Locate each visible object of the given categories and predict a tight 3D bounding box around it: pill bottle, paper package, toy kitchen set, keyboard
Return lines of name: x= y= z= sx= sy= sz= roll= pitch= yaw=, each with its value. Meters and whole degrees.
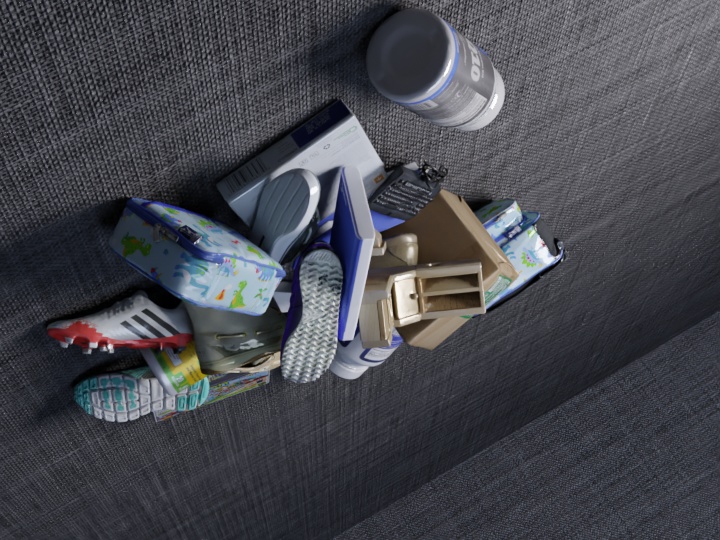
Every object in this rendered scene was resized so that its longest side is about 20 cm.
pill bottle: x=-0.216 y=0.085 z=1.653 sx=0.200 sy=0.111 sz=0.111 roll=-31 pitch=158 yaw=-8
pill bottle: x=0.017 y=0.096 z=1.984 sx=0.120 sy=0.120 sz=0.200 roll=-9 pitch=148 yaw=-46
paper package: x=0.115 y=-0.003 z=1.821 sx=0.200 sy=0.191 sz=0.103 roll=-41 pitch=159 yaw=16
pill bottle: x=0.100 y=-0.241 z=1.415 sx=0.114 sy=0.114 sz=0.200 roll=-41 pitch=157 yaw=17
toy kitchen set: x=0.083 y=0.004 z=1.634 sx=0.180 sy=0.163 sz=0.200 roll=-6 pitch=-171 yaw=6
keyboard: x=0.079 y=-0.108 z=1.627 sx=0.104 sy=0.040 sz=0.200 roll=-49 pitch=165 yaw=12

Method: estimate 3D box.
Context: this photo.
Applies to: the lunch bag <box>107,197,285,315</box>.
lunch bag: x=-0.201 y=-0.019 z=1.405 sx=0.200 sy=0.161 sz=0.082 roll=16 pitch=105 yaw=-59

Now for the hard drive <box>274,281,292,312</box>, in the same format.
hard drive: x=-0.186 y=0.088 z=1.814 sx=0.200 sy=0.027 sz=0.132 roll=-43 pitch=156 yaw=23

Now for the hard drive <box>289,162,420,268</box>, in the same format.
hard drive: x=-0.011 y=-0.080 z=1.688 sx=0.200 sy=0.025 sz=0.132 roll=-24 pitch=156 yaw=-23

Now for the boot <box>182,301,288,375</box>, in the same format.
boot: x=-0.150 y=0.040 z=1.576 sx=0.200 sy=0.155 sz=0.072 roll=-22 pitch=-169 yaw=-25

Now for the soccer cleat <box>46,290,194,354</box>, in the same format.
soccer cleat: x=-0.321 y=0.068 z=1.545 sx=0.200 sy=0.085 sz=0.069 roll=3 pitch=166 yaw=-21

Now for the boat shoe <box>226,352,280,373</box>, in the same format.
boat shoe: x=-0.161 y=0.126 z=1.775 sx=0.200 sy=0.072 sz=0.065 roll=-5 pitch=-175 yaw=-41

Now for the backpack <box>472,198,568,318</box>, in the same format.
backpack: x=0.218 y=-0.025 z=1.931 sx=0.200 sy=0.147 sz=0.183 roll=-38 pitch=-172 yaw=-1

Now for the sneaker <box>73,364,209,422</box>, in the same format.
sneaker: x=-0.336 y=0.179 z=1.735 sx=0.200 sy=0.091 sz=0.078 roll=1 pitch=102 yaw=-23

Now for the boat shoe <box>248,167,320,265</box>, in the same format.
boat shoe: x=-0.089 y=-0.070 z=1.468 sx=0.071 sy=0.072 sz=0.200 roll=-23 pitch=162 yaw=-35

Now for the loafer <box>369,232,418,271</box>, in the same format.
loafer: x=0.000 y=0.000 z=1.777 sx=0.200 sy=0.067 sz=0.076 roll=-21 pitch=169 yaw=21

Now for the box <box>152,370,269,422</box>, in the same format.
box: x=-0.248 y=0.187 z=1.867 sx=0.200 sy=0.035 sz=0.110 roll=-19 pitch=162 yaw=-12

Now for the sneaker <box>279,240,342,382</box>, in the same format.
sneaker: x=-0.065 y=0.051 z=1.542 sx=0.070 sy=0.100 sz=0.200 roll=9 pitch=110 yaw=-12

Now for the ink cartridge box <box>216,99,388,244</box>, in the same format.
ink cartridge box: x=-0.069 y=-0.115 z=1.520 sx=0.200 sy=0.041 sz=0.200 roll=-34 pitch=152 yaw=0

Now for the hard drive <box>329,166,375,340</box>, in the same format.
hard drive: x=-0.017 y=-0.020 z=1.525 sx=0.025 sy=0.132 sz=0.200 roll=-2 pitch=138 yaw=-12
